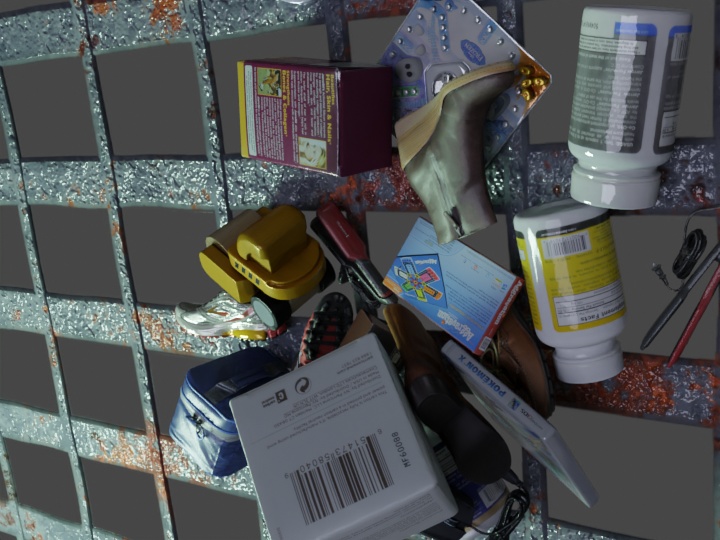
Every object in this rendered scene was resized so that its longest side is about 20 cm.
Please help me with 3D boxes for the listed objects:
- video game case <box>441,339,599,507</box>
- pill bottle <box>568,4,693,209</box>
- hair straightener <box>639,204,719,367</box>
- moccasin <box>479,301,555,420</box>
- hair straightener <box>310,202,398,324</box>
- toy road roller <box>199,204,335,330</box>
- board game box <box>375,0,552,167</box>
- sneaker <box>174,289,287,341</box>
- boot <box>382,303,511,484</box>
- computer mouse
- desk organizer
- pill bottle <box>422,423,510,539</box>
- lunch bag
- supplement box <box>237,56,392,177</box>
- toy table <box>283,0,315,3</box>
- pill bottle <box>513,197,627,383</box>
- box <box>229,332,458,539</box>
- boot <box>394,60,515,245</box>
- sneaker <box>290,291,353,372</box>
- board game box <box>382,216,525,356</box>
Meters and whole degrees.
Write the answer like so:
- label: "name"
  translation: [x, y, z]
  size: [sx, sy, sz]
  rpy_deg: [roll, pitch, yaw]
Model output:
- label: "video game case"
  translation: [0.192, 0.185, 1.017]
  size: [0.022, 0.201, 0.182]
  rpy_deg: [-43, 45, -6]
- label: "pill bottle"
  translation: [0.282, -0.175, 0.903]
  size: [0.112, 0.113, 0.204]
  rpy_deg: [13, 112, 28]
- label: "hair straightener"
  translation: [0.364, 0.009, 0.953]
  size: [0.076, 0.041, 0.203]
  rpy_deg: [31, 120, 21]
- label: "moccasin"
  translation: [0.176, 0.094, 1.031]
  size: [0.077, 0.074, 0.204]
  rpy_deg: [-24, 61, 0]
- label: "hair straightener"
  translation: [0.000, 0.000, 1.190]
  size: [0.200, 0.041, 0.077]
  rpy_deg: [49, 150, 4]
- label: "toy road roller"
  translation: [-0.132, -0.033, 1.172]
  size: [0.199, 0.122, 0.147]
  rpy_deg: [35, 149, 30]
- label: "board game box"
  translation: [0.106, -0.226, 1.054]
  size: [0.200, 0.026, 0.201]
  rpy_deg: [46, 124, 12]
- label: "sneaker"
  translation: [-0.204, 0.059, 1.326]
  size: [0.196, 0.078, 0.084]
  rpy_deg: [0, 102, 23]
- label: "boot"
  translation: [0.102, 0.154, 1.064]
  size: [0.068, 0.201, 0.188]
  rpy_deg: [-44, 117, 13]
- label: "computer mouse"
  translation: [0.114, 0.282, 1.067]
  size: [0.199, 0.046, 0.142]
  rpy_deg: [35, 100, 8]
- label: "desk organizer"
  translation: [-0.013, 0.161, 1.165]
  size: [0.071, 0.077, 0.202]
  rpy_deg: [28, 97, -18]
- label: "pill bottle"
  translation: [0.109, 0.256, 1.152]
  size: [0.119, 0.119, 0.202]
  rpy_deg: [-34, 86, 36]
- label: "lunch bag"
  translation: [-0.189, 0.203, 1.279]
  size: [0.135, 0.199, 0.134]
  rpy_deg: [35, 119, 24]
- label: "supplement box"
  translation: [-0.061, -0.206, 1.100]
  size: [0.198, 0.102, 0.134]
  rpy_deg: [18, 115, 42]
- label: "toy table"
  translation: [-0.135, -0.431, 1.090]
  size: [0.199, 0.117, 0.186]
  rpy_deg: [38, 122, 18]
- label: "pill bottle"
  translation: [0.250, 0.023, 0.989]
  size: [0.110, 0.111, 0.204]
  rpy_deg: [-6, 102, 34]
- label: "box"
  translation: [-0.017, 0.222, 1.003]
  size: [0.196, 0.172, 0.202]
  rpy_deg: [-25, 60, 3]
- label: "boot"
  translation: [0.133, -0.136, 1.002]
  size: [0.199, 0.072, 0.169]
  rpy_deg: [-27, 84, 47]
- label: "sneaker"
  translation: [-0.060, 0.122, 1.235]
  size: [0.069, 0.098, 0.204]
  rpy_deg: [10, 104, -14]
- label: "board game box"
  translation: [0.110, 0.015, 1.058]
  size: [0.200, 0.019, 0.104]
  rpy_deg: [38, 99, 49]
